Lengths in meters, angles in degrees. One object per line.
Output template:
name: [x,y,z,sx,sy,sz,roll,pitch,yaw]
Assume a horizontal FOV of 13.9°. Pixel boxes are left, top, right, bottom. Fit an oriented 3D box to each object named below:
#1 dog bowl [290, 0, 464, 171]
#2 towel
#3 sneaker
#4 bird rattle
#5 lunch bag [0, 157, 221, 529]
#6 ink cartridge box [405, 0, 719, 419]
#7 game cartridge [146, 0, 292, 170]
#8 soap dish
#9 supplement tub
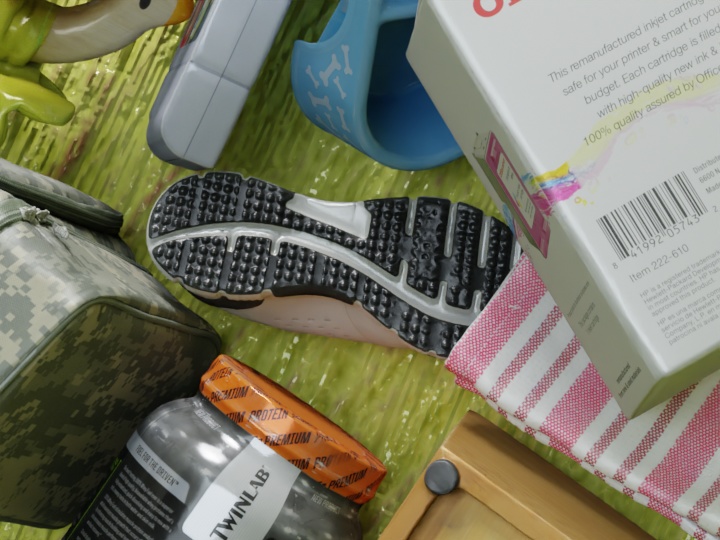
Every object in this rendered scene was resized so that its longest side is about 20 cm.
dog bowl: [0.033,-0.132,1.346,0.050,0.111,0.201,50,142,42]
towel: [0.156,0.038,1.325,0.199,0.030,0.147,32,78,17]
sneaker: [0.000,0.000,1.397,0.199,0.080,0.074,15,78,4]
bird rattle: [-0.167,-0.166,1.435,0.162,0.113,0.201,-14,104,6]
lunch bag: [-0.182,0.014,1.384,0.168,0.200,0.140,43,97,20]
ink cartridge box: [0.131,-0.061,1.287,0.144,0.085,0.201,-28,79,-12]
game cartridge: [-0.048,-0.144,1.404,0.041,0.133,0.201,24,87,-12]
soap dish: [0.050,0.185,1.332,0.157,0.081,0.201,35,94,22]
supplement tub: [-0.081,0.147,1.364,0.122,0.122,0.201,35,93,22]
